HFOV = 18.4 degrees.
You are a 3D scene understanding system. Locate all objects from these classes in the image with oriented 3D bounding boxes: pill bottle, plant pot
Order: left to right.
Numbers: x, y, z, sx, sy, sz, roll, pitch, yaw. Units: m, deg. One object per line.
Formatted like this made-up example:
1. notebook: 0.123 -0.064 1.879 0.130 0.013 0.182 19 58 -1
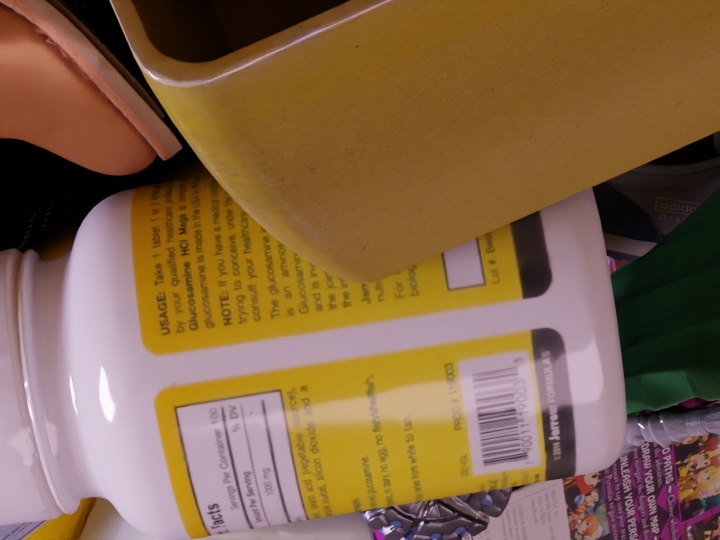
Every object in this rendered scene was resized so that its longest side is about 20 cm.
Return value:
1. pill bottle: -0.023 0.023 0.698 0.199 0.113 0.113 -9 140 0
2. plant pot: 0.019 -0.113 0.602 0.199 0.200 0.177 -24 152 -5

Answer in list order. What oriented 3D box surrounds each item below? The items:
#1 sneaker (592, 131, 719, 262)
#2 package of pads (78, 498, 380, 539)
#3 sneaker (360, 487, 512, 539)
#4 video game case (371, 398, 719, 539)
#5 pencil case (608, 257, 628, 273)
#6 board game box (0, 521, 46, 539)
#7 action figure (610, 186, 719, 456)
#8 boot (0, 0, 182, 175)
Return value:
1. sneaker: 0.156 -0.038 0.778 0.199 0.070 0.082 3 149 9
2. package of pads: -0.048 0.146 0.931 0.154 0.068 0.200 3 133 -30
3. sneaker: 0.000 0.000 0.800 0.077 0.085 0.201 -12 118 3
4. video game case: 0.102 0.147 0.915 0.181 0.036 0.201 -22 121 -18
5. pencil case: 0.198 -0.011 0.886 0.199 0.088 0.088 -6 136 -21
6. board game box: -0.204 0.063 0.769 0.200 0.041 0.199 -37 140 9
7. action figure: 0.113 0.019 0.750 0.055 0.118 0.200 31 142 -21
8. boot: -0.161 -0.036 0.630 0.200 0.077 0.156 30 98 -41
